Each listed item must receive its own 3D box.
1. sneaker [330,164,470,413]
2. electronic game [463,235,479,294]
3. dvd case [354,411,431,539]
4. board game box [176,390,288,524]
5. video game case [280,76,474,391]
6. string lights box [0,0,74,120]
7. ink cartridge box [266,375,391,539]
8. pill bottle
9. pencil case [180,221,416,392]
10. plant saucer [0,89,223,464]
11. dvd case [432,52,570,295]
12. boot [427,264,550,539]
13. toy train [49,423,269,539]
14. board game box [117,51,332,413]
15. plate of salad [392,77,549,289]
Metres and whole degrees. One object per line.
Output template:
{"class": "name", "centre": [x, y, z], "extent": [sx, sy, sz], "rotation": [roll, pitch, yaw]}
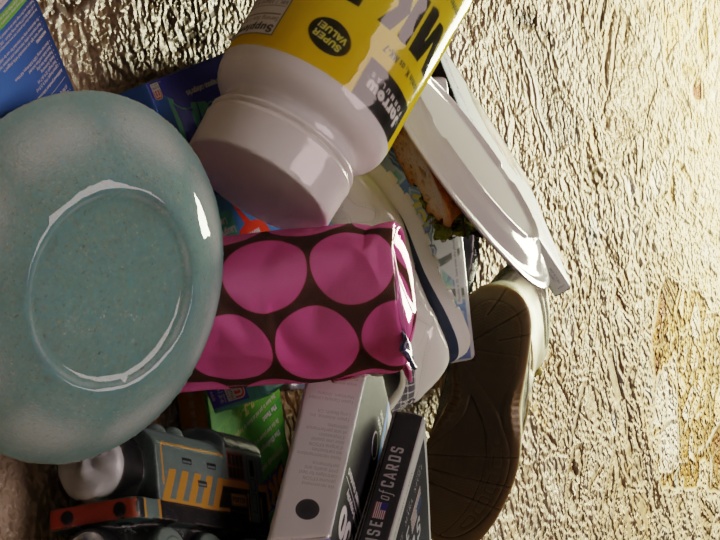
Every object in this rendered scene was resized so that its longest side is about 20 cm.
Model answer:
{"class": "sneaker", "centre": [0.000, 0.000, 1.653], "extent": [0.080, 0.076, 0.201], "rotation": [-41, 113, -27]}
{"class": "electronic game", "centre": [0.026, -0.033, 1.805], "extent": [0.199, 0.041, 0.202], "rotation": [9, 79, -55]}
{"class": "dvd case", "centre": [0.018, 0.208, 1.550], "extent": [0.201, 0.025, 0.151], "rotation": [87, 15, -46]}
{"class": "board game box", "centre": [-0.080, 0.096, 1.590], "extent": [0.095, 0.030, 0.202], "rotation": [-17, 98, -62]}
{"class": "video game case", "centre": [0.002, -0.028, 1.717], "extent": [0.181, 0.022, 0.202], "rotation": [-7, 93, -44]}
{"class": "string lights box", "centre": [-0.202, -0.084, 1.342], "extent": [0.103, 0.059, 0.201], "rotation": [-57, 135, -50]}
{"class": "ink cartridge box", "centre": [-0.017, 0.172, 1.527], "extent": [0.199, 0.043, 0.201], "rotation": [80, 21, -52]}
{"class": "pill bottle", "centre": [-0.015, -0.129, 1.499], "extent": [0.201, 0.114, 0.114], "rotation": [-61, 141, -20]}
{"class": "pencil case", "centre": [-0.067, 0.028, 1.450], "extent": [0.091, 0.198, 0.094], "rotation": [-90, 175, -57]}
{"class": "plant saucer", "centre": [-0.141, 0.007, 1.328], "extent": [0.200, 0.039, 0.203], "rotation": [-11, 107, -40]}
{"class": "dvd case", "centre": [0.097, -0.088, 1.906], "extent": [0.200, 0.017, 0.143], "rotation": [53, 14, -43]}
{"class": "boot", "centre": [0.097, 0.097, 1.887], "extent": [0.155, 0.072, 0.202], "rotation": [-42, 144, -76]}
{"class": "toy train", "centre": [-0.114, 0.145, 1.458], "extent": [0.200, 0.085, 0.115], "rotation": [21, 60, -64]}
{"class": "board game box", "centre": [-0.076, -0.031, 1.559], "extent": [0.152, 0.045, 0.201], "rotation": [-32, 103, -61]}
{"class": "plate of salad", "centre": [0.059, -0.065, 1.672], "extent": [0.200, 0.048, 0.200], "rotation": [50, 12, -15]}
